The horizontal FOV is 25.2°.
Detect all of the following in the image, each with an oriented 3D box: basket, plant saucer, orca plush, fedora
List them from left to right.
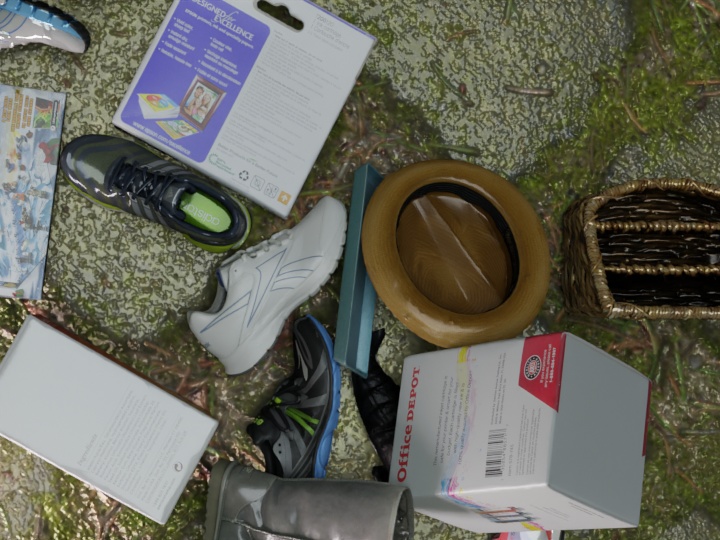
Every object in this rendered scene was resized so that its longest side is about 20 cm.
[{"bbox_3d":[0.000,0.000,1.573,0.019,0.070,0.203,3,76,19],"label":"plant saucer"},{"bbox_3d":[0.053,0.153,1.587,0.104,0.071,0.202,-19,91,-9],"label":"orca plush"},{"bbox_3d":[0.088,-0.008,1.581,0.198,0.082,0.203,4,69,-10],"label":"fedora"},{"bbox_3d":[0.311,-0.022,1.595,0.197,0.149,0.145,1,88,-8],"label":"basket"}]

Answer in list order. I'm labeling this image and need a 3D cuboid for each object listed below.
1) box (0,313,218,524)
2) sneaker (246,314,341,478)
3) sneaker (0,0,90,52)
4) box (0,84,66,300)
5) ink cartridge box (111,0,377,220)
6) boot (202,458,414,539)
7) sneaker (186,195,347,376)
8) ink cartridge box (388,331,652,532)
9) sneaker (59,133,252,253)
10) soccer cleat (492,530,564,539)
[{"bbox_3d":[-0.245,0.134,1.500,0.199,0.152,0.107,31,85,-8],"label":"box"},{"bbox_3d":[-0.067,0.143,1.569,0.082,0.071,0.202,9,90,-15],"label":"sneaker"},{"bbox_3d":[-0.358,-0.229,1.540,0.198,0.075,0.088,17,96,-3],"label":"sneaker"},{"bbox_3d":[-0.361,-0.079,1.543,0.135,0.040,0.203,8,87,-10],"label":"box"},{"bbox_3d":[-0.113,-0.184,1.584,0.197,0.043,0.202,28,86,-7],"label":"ink cartridge box"},{"bbox_3d":[-0.050,0.269,1.516,0.198,0.073,0.184,9,110,14],"label":"boot"},{"bbox_3d":[-0.087,0.004,1.563,0.087,0.074,0.201,40,82,-16],"label":"sneaker"},{"bbox_3d":[0.147,0.157,1.507,0.144,0.199,0.147,27,64,-40],"label":"ink cartridge box"},{"bbox_3d":[-0.193,-0.079,1.549,0.198,0.081,0.075,21,84,-9],"label":"sneaker"},{"bbox_3d":[0.162,0.300,1.610,0.072,0.068,0.203,8,86,5],"label":"soccer cleat"}]
